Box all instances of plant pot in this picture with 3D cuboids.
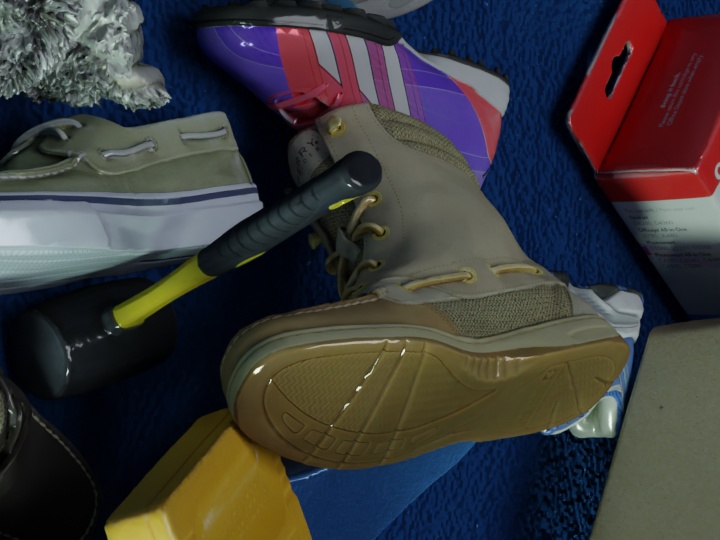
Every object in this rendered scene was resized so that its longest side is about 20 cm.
[{"bbox_3d":[0.223,0.130,1.221,0.200,0.177,0.200,65,41,-62],"label":"plant pot"}]

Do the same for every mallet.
[{"bbox_3d":[-0.067,0.002,0.890,0.066,0.200,0.041,-20,83,-37],"label":"mallet"}]

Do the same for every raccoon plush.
[{"bbox_3d":[-0.166,-0.070,0.879,0.200,0.097,0.134,-40,139,-9],"label":"raccoon plush"}]

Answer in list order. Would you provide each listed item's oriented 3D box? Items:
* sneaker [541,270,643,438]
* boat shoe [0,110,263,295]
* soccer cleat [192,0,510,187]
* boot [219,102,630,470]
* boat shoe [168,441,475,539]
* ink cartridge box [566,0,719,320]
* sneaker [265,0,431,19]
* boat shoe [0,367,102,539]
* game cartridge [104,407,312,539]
[{"bbox_3d":[0.079,0.042,1.151,0.200,0.076,0.077,7,80,-49],"label":"sneaker"},{"bbox_3d":[-0.113,-0.030,0.937,0.200,0.072,0.062,-7,80,-59],"label":"boat shoe"},{"bbox_3d":[-0.002,-0.074,1.065,0.200,0.068,0.073,15,83,-52],"label":"soccer cleat"},{"bbox_3d":[0.000,0.000,0.978,0.200,0.155,0.073,-5,137,-39],"label":"boot"},{"bbox_3d":[-0.030,0.096,1.022,0.200,0.069,0.084,-30,126,-29],"label":"boat shoe"},{"bbox_3d":[0.200,-0.058,1.294,0.200,0.067,0.116,51,53,-37],"label":"ink cartridge box"},{"bbox_3d":[-0.009,-0.151,1.042,0.200,0.081,0.077,0,89,-52],"label":"sneaker"},{"bbox_3d":[-0.158,0.061,0.871,0.200,0.065,0.073,37,61,-45],"label":"boat shoe"},{"bbox_3d":[-0.032,0.160,0.881,0.176,0.032,0.200,-52,126,-77],"label":"game cartridge"}]
